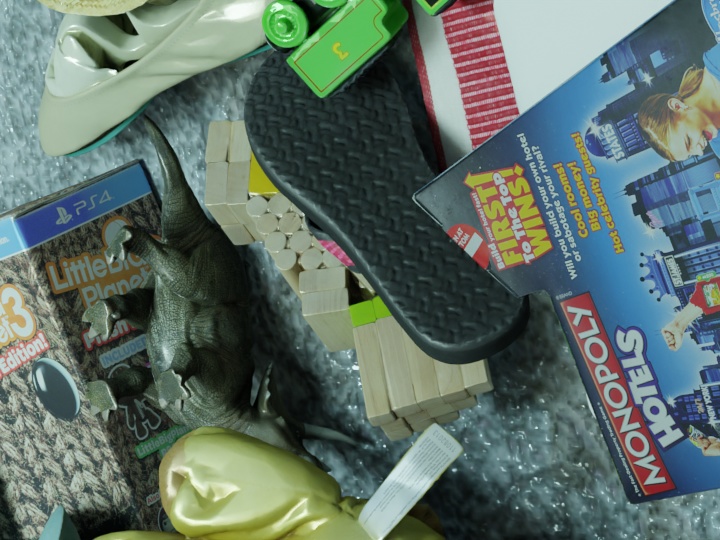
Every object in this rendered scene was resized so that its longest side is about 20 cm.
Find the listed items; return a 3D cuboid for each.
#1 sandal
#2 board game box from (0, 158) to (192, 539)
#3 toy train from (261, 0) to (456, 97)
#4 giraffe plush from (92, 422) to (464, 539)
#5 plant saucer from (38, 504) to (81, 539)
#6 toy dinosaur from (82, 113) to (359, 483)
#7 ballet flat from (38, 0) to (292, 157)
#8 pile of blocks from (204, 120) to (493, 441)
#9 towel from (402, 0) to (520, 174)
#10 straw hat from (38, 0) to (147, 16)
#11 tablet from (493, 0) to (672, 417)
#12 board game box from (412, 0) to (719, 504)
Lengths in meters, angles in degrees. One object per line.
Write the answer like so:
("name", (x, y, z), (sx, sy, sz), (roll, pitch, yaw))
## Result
("sandal", (0.008, -0.028, 1.014), (0.200, 0.075, 0.045), (56, 169, 31))
("board game box", (-0.161, 0.065, 1.192), (0.159, 0.097, 0.201), (-18, 97, 42))
("toy train", (0.034, -0.147, 0.967), (0.056, 0.042, 0.200), (47, 122, -6))
("giraffe plush", (-0.015, 0.157, 1.065), (0.199, 0.162, 0.173), (-33, 70, 5))
("plant saucer", (-0.164, 0.216, 1.094), (0.039, 0.201, 0.201), (20, 128, -11))
("toy dinosaur", (-0.086, 0.025, 1.122), (0.077, 0.102, 0.201), (-27, 77, 32))
("ballet flat", (-0.106, -0.117, 1.086), (0.199, 0.069, 0.070), (-25, 92, 36))
("pile of blocks", (0.000, 0.000, 1.068), (0.200, 0.082, 0.062), (51, 177, 28))
("towel", (0.110, -0.065, 0.969), (0.199, 0.023, 0.145), (-1, 107, 39))
("straw hat", (-0.122, -0.228, 1.043), (0.200, 0.085, 0.202), (21, 126, 32))
("tablet", (0.129, -0.030, 0.945), (0.130, 0.014, 0.201), (-5, 104, 41))
("board game box", (0.126, -0.014, 0.903), (0.199, 0.062, 0.201), (-16, 97, 44))
